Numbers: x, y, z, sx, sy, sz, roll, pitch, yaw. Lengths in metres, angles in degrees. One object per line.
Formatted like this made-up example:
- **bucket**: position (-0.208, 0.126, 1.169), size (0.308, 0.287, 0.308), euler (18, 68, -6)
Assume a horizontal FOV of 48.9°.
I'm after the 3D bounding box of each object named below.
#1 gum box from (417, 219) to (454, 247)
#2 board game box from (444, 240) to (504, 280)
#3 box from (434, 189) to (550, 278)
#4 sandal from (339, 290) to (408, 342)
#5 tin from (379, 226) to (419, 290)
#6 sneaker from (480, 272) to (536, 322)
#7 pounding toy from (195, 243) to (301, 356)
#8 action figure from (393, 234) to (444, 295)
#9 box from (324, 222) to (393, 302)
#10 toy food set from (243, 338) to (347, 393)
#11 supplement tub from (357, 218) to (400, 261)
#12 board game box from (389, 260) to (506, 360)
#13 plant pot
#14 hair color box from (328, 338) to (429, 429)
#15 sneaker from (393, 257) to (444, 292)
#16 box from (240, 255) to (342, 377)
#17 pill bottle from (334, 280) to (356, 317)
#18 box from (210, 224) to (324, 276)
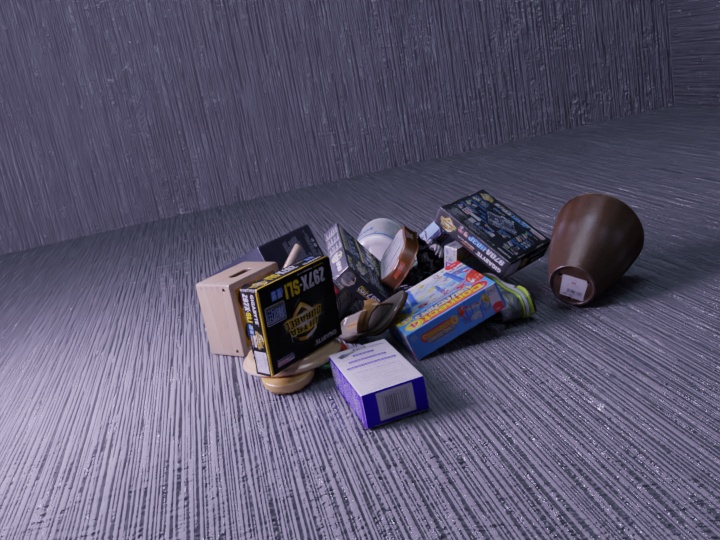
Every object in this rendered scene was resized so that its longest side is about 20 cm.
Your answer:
- **gum box**: position (0.242, -0.081, 1.930), size (0.198, 0.045, 0.170), euler (-6, -17, -22)
- **board game box**: position (0.255, -0.017, 1.728), size (0.034, 0.136, 0.199), euler (18, 31, 40)
- **box**: position (0.278, -0.082, 1.668), size (0.200, 0.046, 0.158), euler (41, 43, 25)
- **sandal**: position (0.014, 0.086, 1.554), size (0.199, 0.054, 0.082), euler (-22, 37, 46)
- **tin**: position (0.082, -0.029, 1.730), size (0.041, 0.113, 0.200), euler (25, 17, -8)
- **sneaker**: position (0.262, 0.057, 1.594), size (0.080, 0.075, 0.199), euler (-21, 16, -22)
- **pounding toy**: position (-0.223, 0.059, 1.700), size (0.141, 0.186, 0.199), euler (1, 19, 36)
- **action figure**: position (0.152, -0.001, 1.727), size (0.101, 0.119, 0.201), euler (-6, 38, 39)
- **box**: position (0.000, 0.000, 1.731), size (0.049, 0.161, 0.201), euler (-40, 29, 14)
- **toy food set**: position (-0.125, 0.167, 1.511), size (0.197, 0.049, 0.199), euler (-22, 18, -35)
- **supplement tub**: position (0.049, -0.048, 1.996), size (0.130, 0.134, 0.200), euler (-9, 15, 8)
- **board game box**: position (0.153, 0.072, 1.541), size (0.199, 0.056, 0.196), euler (-31, 18, -7)
- **plant pot**: position (0.455, -0.024, 1.595), size (0.185, 0.189, 0.200), euler (0, 34, 34)
- **hair color box**: position (0.026, 0.184, 1.318), size (0.108, 0.066, 0.200), euler (-15, 18, -13)
- **sneaker**: position (0.149, 0.014, 1.842), size (0.091, 0.078, 0.199), euler (15, 36, 40)
- **box**: position (-0.121, 0.077, 1.433), size (0.049, 0.162, 0.199), euler (2, 19, 38)
- **pill bottle**: position (-0.091, 0.067, 1.706), size (0.118, 0.121, 0.200), euler (-4, 17, 22)
- **box**: position (-0.221, -0.003, 1.939), size (0.196, 0.118, 0.199), euler (-26, 3, 39)
